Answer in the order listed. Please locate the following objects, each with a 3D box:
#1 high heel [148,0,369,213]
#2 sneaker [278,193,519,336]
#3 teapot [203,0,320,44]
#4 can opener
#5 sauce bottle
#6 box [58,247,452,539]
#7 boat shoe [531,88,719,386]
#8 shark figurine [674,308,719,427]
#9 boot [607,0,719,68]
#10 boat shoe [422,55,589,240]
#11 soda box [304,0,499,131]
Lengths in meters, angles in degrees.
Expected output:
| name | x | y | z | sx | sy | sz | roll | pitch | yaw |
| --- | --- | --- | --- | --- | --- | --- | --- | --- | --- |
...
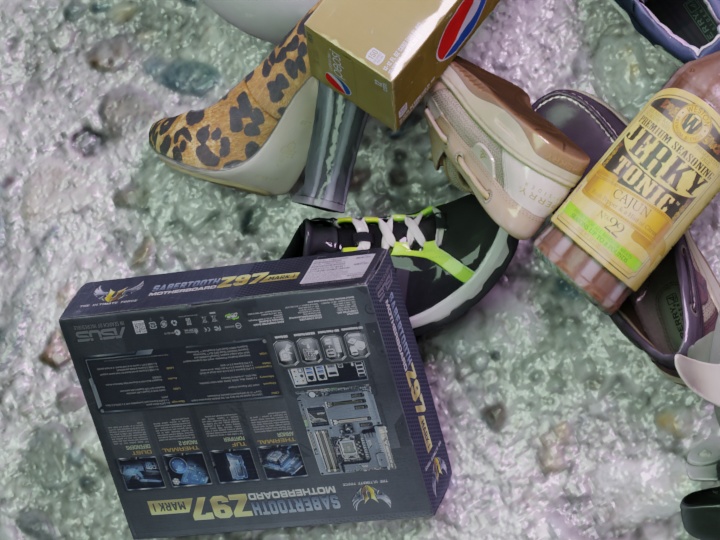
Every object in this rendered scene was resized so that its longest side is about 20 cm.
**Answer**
| name | x | y | z | sx | sy | sz | roll | pitch | yaw |
| --- | --- | --- | --- | --- | --- | --- | --- | --- | --- |
| high heel | -0.055 | -0.118 | 1.682 | 0.200 | 0.071 | 0.143 | 15 | 91 | 49 |
| sneaker | 0.000 | 0.000 | 1.634 | 0.199 | 0.083 | 0.072 | -30 | 34 | 13 |
| teapot | -0.039 | -0.237 | 1.679 | 0.197 | 0.146 | 0.200 | 35 | 92 | 24 |
| can opener | 0.276 | 0.114 | 1.536 | 0.199 | 0.053 | 0.067 | -4 | 111 | 23 |
| sauce bottle | 0.178 | -0.070 | 1.530 | 0.065 | 0.065 | 0.200 | 40 | 95 | 24 |
| box | -0.061 | 0.075 | 1.627 | 0.199 | 0.051 | 0.158 | -7 | 115 | 21 |
| boat shoe | 0.152 | -0.025 | 1.600 | 0.072 | 0.065 | 0.201 | -31 | 69 | 13 |
| shark figurine | 0.217 | 0.027 | 1.514 | 0.089 | 0.128 | 0.215 | -20 | 48 | 61 |
| boot | 0.164 | -0.189 | 1.616 | 0.073 | 0.090 | 0.200 | -43 | 67 | 8 |
| boat shoe | 0.066 | -0.079 | 1.607 | 0.065 | 0.072 | 0.200 | -60 | 31 | 12 |
| soda box | 0.053 | -0.182 | 1.576 | 0.064 | 0.068 | 0.200 | 33 | 73 | 15 |
